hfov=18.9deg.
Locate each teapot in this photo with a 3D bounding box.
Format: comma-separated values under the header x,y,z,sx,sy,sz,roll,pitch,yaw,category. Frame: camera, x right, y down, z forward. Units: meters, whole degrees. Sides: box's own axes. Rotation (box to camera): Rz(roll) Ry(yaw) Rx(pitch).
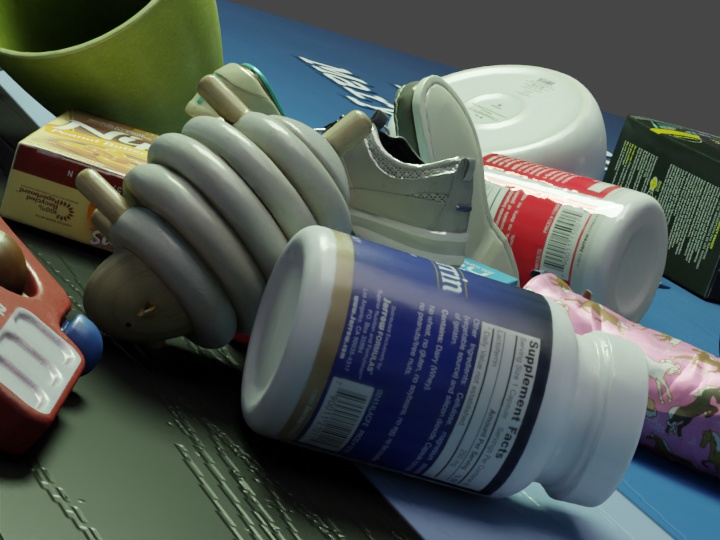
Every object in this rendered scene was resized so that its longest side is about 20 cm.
x,y,z,sx,sy,sz,roll,pitch,yaw,category
0.114,-0.073,1.817,0.197,0.146,0.200,-4,32,7,teapot

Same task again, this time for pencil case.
x,y,z,sx,sy,sz,roll,pitch,yaw,category
0.186,0.071,1.407,0.200,0.087,0.083,25,-17,23,pencil case

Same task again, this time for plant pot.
x,y,z,sx,sy,sz,roll,pitch,yaw,category
-0.179,-0.170,1.647,0.187,0.187,0.200,27,-22,34,plant pot

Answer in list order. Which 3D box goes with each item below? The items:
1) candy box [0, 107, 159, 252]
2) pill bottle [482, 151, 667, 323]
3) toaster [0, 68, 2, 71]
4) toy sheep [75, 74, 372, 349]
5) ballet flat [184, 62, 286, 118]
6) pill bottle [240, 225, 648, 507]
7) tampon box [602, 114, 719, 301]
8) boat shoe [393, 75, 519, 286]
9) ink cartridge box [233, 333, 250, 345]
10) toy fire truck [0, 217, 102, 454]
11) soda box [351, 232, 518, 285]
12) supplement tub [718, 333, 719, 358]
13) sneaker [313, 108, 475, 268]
x,y,z,sx,sy,sz,roll,pitch,yaw,category
-0.169,-0.060,1.490,0.115,0.055,0.200,19,12,-1,candy box
0.122,-0.026,1.643,0.200,0.113,0.112,18,9,31,pill bottle
-0.329,-0.245,1.731,0.118,0.201,0.181,15,11,2,toaster
-0.074,-0.032,1.235,0.138,0.200,0.138,46,-12,13,toy sheep
-0.059,-0.057,1.558,0.200,0.069,0.069,56,-4,-25,ballet flat
0.046,0.057,1.160,0.200,0.116,0.116,17,12,-14,pill bottle
0.350,-0.054,2.126,0.150,0.127,0.200,10,15,-35,tampon box
0.055,-0.045,1.511,0.060,0.202,0.072,4,39,33,boat shoe
-0.003,0.025,1.342,0.200,0.067,0.116,21,11,10,ink cartridge box
-0.204,0.006,1.064,0.168,0.112,0.200,43,11,-6,toy fire truck
0.000,0.000,1.472,0.200,0.064,0.068,23,12,16,soda box
0.320,0.066,1.530,0.122,0.123,0.200,19,13,-2,supplement tub
-0.007,-0.070,1.407,0.200,0.082,0.075,23,10,24,sneaker
